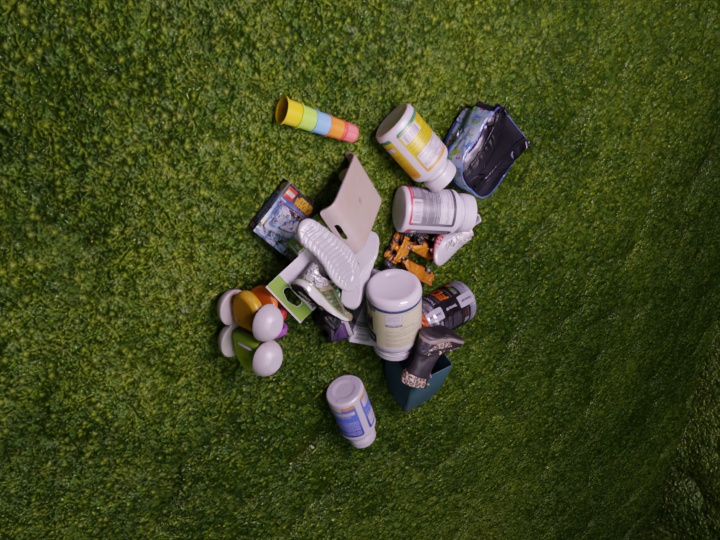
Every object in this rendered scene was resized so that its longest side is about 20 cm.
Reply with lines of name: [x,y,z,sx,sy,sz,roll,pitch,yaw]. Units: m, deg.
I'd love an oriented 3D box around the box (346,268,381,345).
box: [0.055,0.107,1.598,0.153,0.041,0.204,13,106,-37]

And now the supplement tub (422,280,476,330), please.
supplement tub: [0.222,0.120,1.645,0.197,0.122,0.126,-24,124,-31]

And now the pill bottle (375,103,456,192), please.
pill bottle: [0.138,-0.286,1.391,0.199,0.113,0.113,42,88,-24]

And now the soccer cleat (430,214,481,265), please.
soccer cleat: [0.256,-0.089,1.565,0.201,0.084,0.070,-51,127,-34]

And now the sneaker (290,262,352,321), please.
sneaker: [-0.069,0.051,1.335,0.200,0.076,0.090,42,72,-44]

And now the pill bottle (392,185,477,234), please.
pill bottle: [0.188,-0.152,1.486,0.194,0.114,0.117,2,113,-17]

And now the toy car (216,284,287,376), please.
toy car: [-0.234,0.131,1.355,0.149,0.172,0.205,-26,128,-49]

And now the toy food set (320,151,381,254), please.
toy food set: [-0.024,-0.157,1.356,0.144,0.059,0.203,54,42,-38]

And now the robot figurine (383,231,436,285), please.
robot figurine: [0.142,-0.037,1.574,0.197,0.058,0.147,25,97,-39]

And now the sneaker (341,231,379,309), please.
sneaker: [0.000,0.000,1.502,0.088,0.073,0.205,36,72,-75]

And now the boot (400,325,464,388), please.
boot: [0.189,0.227,1.530,0.198,0.073,0.154,7,111,-56]

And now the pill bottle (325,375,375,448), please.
pill bottle: [-0.020,0.405,1.648,0.110,0.112,0.204,-29,126,-17]

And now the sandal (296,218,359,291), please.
sandal: [-0.071,-0.038,1.297,0.083,0.049,0.204,-50,118,-22]

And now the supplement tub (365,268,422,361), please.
supplement tub: [0.088,0.116,1.498,0.142,0.145,0.204,-22,130,-22]

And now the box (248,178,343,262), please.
box: [-0.148,-0.098,1.369,0.138,0.040,0.199,-50,129,-1]

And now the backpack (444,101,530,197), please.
backpack: [0.303,-0.302,1.493,0.182,0.146,0.203,34,89,-40]

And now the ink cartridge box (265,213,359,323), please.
ink cartridge box: [-0.121,-0.005,1.360,0.200,0.076,0.148,-44,129,-5]

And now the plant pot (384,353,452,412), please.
plant pot: [0.152,0.306,1.682,0.139,0.142,0.203,-19,141,-26]

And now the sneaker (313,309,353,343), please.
sneaker: [-0.086,0.102,1.486,0.086,0.076,0.204,-23,118,-5]

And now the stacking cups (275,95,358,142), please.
stacking cups: [-0.091,-0.331,1.289,0.196,0.060,0.062,5,110,-39]
